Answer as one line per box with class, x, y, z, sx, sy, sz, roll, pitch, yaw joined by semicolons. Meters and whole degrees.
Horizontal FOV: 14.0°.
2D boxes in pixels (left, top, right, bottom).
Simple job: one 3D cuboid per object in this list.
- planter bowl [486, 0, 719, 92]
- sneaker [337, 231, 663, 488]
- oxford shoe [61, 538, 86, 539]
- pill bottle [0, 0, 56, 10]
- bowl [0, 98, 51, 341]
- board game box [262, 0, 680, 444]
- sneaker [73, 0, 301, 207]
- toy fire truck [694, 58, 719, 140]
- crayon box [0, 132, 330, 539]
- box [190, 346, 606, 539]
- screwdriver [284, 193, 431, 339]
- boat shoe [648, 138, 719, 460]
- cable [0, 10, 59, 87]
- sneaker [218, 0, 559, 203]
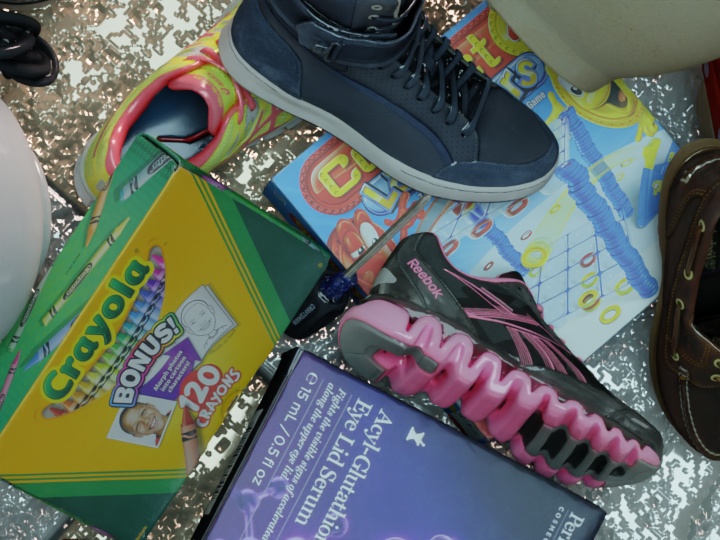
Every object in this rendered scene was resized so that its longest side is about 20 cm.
planter bowl;0.136;-0.182;1.597;0.135;0.200;0.200;-42;91;16
sneaker;0.089;0.046;1.624;0.200;0.079;0.096;31;56;-12
oxford shoe;-0.207;0.185;1.633;0.199;0.071;0.073;6;91;-5
pill bottle;-0.187;-0.208;1.599;0.113;0.200;0.114;1;85;-6
bowl;-0.233;-0.028;1.609;0.090;0.201;0.202;-2;85;-43
board game box;0.081;-0.037;1.688;0.200;0.056;0.196;-41;91;-8
sneaker;-0.075;-0.102;1.659;0.200;0.090;0.078;-44;90;-9
toy fire truck;0.292;-0.107;1.629;0.175;0.200;0.129;-4;63;-7
crayon box;-0.123;0.040;1.617;0.119;0.058;0.200;32;94;-35
box;0.015;0.154;1.642;0.200;0.104;0.148;27;82;-3
screwdriver;0.000;0.000;1.609;0.028;0.200;0.029;-8;77;-26
boat shoe;0.203;0.028;1.646;0.070;0.070;0.201;-16;121;-12
cable;-0.259;-0.147;1.607;0.200;0.163;0.051;27;78;-12
sneaker;0.035;-0.118;1.581;0.202;0.146;0.077;23;56;-9
